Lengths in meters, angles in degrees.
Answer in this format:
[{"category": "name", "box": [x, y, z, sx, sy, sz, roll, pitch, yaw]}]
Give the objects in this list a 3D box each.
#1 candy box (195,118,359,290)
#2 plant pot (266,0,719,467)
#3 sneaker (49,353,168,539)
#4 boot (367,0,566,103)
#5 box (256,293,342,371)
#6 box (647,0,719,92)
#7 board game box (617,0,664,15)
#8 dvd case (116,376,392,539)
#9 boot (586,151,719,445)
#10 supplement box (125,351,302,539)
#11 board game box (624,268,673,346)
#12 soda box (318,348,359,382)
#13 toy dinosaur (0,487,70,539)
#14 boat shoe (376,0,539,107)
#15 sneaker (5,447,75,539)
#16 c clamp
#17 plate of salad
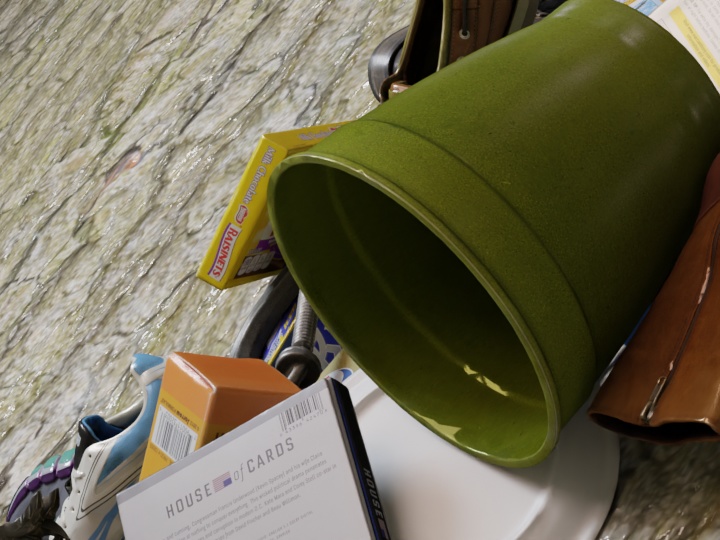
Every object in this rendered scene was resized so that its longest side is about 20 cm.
[{"category": "candy box", "box": [-0.036, -0.047, 1.594, 0.103, 0.026, 0.200, -66, -17, 16]}, {"category": "plant pot", "box": [0.089, -0.037, 1.269, 0.193, 0.201, 0.200, -42, 18, -22]}, {"category": "sneaker", "box": [-0.166, 0.140, 1.579, 0.201, 0.072, 0.072, -56, 5, 14]}, {"category": "boot", "box": [0.116, -0.147, 1.559, 0.200, 0.070, 0.174, -38, 26, -26]}, {"category": "box", "box": [0.000, 0.000, 1.581, 0.201, 0.064, 0.070, -59, 17, 1]}, {"category": "box", "box": [0.197, -0.114, 1.434, 0.200, 0.049, 0.083, -39, 63, 18]}, {"category": "board game box", "box": [0.171, -0.142, 1.597, 0.200, 0.041, 0.200, -32, 26, 35]}, {"category": "dvd case", "box": [-0.047, 0.176, 1.283, 0.150, 0.025, 0.201, -29, 57, 21]}, {"category": "boot", "box": [0.200, -0.012, 1.156, 0.188, 0.068, 0.201, -6, 47, 57]}, {"category": "supplement box", "box": [-0.093, 0.152, 1.404, 0.069, 0.066, 0.201, 34, 113, 54]}, {"category": "board game box", "box": [0.230, -0.031, 1.282, 0.200, 0.045, 0.153, -11, 41, 55]}, {"category": "soda box", "box": [0.020, 0.074, 1.461, 0.200, 0.068, 0.064, -49, 21, -8]}, {"category": "toy dinosaur", "box": [-0.170, 0.213, 1.476, 0.199, 0.136, 0.102, -23, -26, -38]}, {"category": "boat shoe", "box": [0.040, -0.095, 1.448, 0.072, 0.068, 0.201, 11, 84, 57]}, {"category": "sneaker", "box": [-0.176, 0.165, 1.668, 0.200, 0.074, 0.088, -33, 29, 29]}, {"category": "c clamp", "box": [-0.046, 0.033, 1.500, 0.171, 0.027, 0.201, -46, 21, 36]}, {"category": "plate of salad", "box": [0.047, 0.119, 1.316, 0.199, 0.048, 0.201, -13, 49, 16]}]
